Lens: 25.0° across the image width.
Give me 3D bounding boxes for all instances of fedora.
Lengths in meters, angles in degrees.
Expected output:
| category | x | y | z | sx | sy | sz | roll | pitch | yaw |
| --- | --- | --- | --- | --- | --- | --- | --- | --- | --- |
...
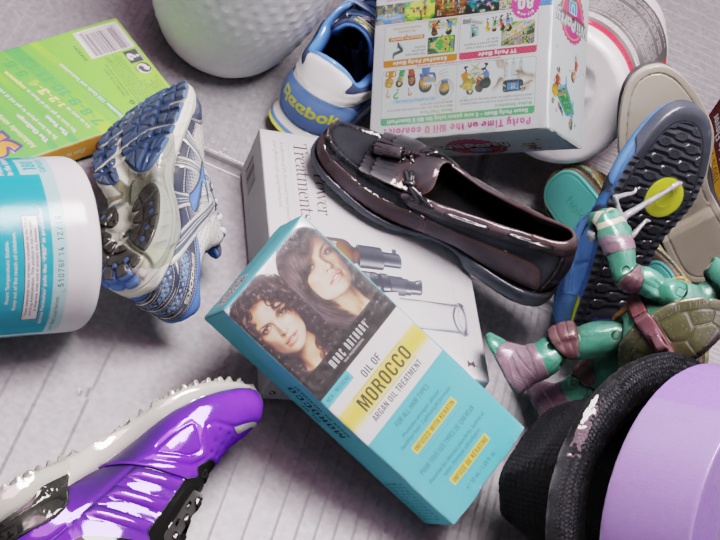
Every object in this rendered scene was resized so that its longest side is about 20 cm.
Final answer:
| category | x | y | z | sx | sy | sz | roll | pitch | yaw |
| --- | --- | --- | --- | --- | --- | --- | --- | --- | --- |
| fedora | 0.156 | 0.138 | 1.036 | 0.091 | 0.203 | 0.200 | 8 | 30 | 44 |

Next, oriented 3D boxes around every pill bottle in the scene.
| category | x | y | z | sx | sy | sz | roll | pitch | yaw |
| --- | --- | --- | --- | --- | --- | --- | --- | --- | --- |
| pill bottle | -0.265 | -0.011 | 0.985 | 0.198 | 0.111 | 0.112 | -4 | 55 | -26 |
| pill bottle | 0.181 | -0.166 | 1.283 | 0.110 | 0.111 | 0.200 | 34 | 31 | 7 |

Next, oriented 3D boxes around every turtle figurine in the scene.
| category | x | y | z | sx | sy | sz | roll | pitch | yaw |
| --- | --- | --- | --- | --- | --- | --- | --- | --- | --- |
| turtle figurine | 0.190 | 0.027 | 1.080 | 0.150 | 0.199 | 0.101 | 52 | 12 | -33 |

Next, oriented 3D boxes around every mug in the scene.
| category | x | y | z | sx | sy | sz | roll | pitch | yaw |
| --- | --- | --- | --- | --- | --- | --- | --- | --- | --- |
| mug | -0.077 | -0.252 | 1.216 | 0.146 | 0.176 | 0.201 | 23 | 47 | -4 |

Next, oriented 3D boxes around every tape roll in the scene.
| category | x | y | z | sx | sy | sz | roll | pitch | yaw |
| --- | --- | --- | --- | --- | --- | --- | --- | --- | --- |
| tape roll | 0.231 | 0.162 | 1.003 | 0.065 | 0.202 | 0.199 | 8 | 30 | 45 |

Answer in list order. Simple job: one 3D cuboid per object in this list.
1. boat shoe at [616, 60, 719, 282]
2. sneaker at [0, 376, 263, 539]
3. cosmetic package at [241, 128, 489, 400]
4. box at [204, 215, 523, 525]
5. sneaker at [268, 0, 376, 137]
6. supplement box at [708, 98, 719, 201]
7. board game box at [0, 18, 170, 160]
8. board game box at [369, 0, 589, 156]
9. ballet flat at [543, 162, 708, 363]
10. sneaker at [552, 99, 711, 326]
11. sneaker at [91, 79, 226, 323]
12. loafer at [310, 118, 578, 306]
| category | x | y | z | sx | sy | sz | roll | pitch | yaw |
| --- | --- | --- | --- | --- | --- | --- | --- | --- | --- |
| boat shoe | 0.230 | -0.080 | 1.218 | 0.072 | 0.201 | 0.063 | -23 | 37 | 6 |
| sneaker | -0.126 | 0.142 | 0.957 | 0.199 | 0.070 | 0.100 | -28 | 74 | -32 |
| cosmetic package | 0.000 | 0.000 | 1.131 | 0.149 | 0.052 | 0.202 | 8 | 51 | -20 |
| box | 0.004 | 0.064 | 1.023 | 0.200 | 0.049 | 0.082 | 43 | 71 | -10 |
| sneaker | 0.006 | -0.171 | 1.249 | 0.074 | 0.083 | 0.200 | 31 | 46 | 6 |
| supplement box | 0.376 | -0.090 | 1.259 | 0.131 | 0.201 | 0.199 | 11 | 50 | -14 |
| board game box | -0.230 | -0.115 | 1.141 | 0.199 | 0.030 | 0.096 | -23 | 64 | -38 |
| board game box | 0.088 | -0.188 | 1.177 | 0.064 | 0.146 | 0.202 | 18 | 74 | -57 |
| ballet flat | 0.207 | 0.003 | 1.210 | 0.070 | 0.071 | 0.201 | -15 | 62 | -32 |
| sneaker | 0.180 | -0.037 | 1.138 | 0.065 | 0.202 | 0.079 | 8 | 29 | -20 |
| sneaker | -0.132 | -0.044 | 1.096 | 0.085 | 0.076 | 0.201 | 50 | 30 | -36 |
| loafer | 0.061 | -0.053 | 1.124 | 0.199 | 0.063 | 0.072 | 32 | 46 | 0 |
